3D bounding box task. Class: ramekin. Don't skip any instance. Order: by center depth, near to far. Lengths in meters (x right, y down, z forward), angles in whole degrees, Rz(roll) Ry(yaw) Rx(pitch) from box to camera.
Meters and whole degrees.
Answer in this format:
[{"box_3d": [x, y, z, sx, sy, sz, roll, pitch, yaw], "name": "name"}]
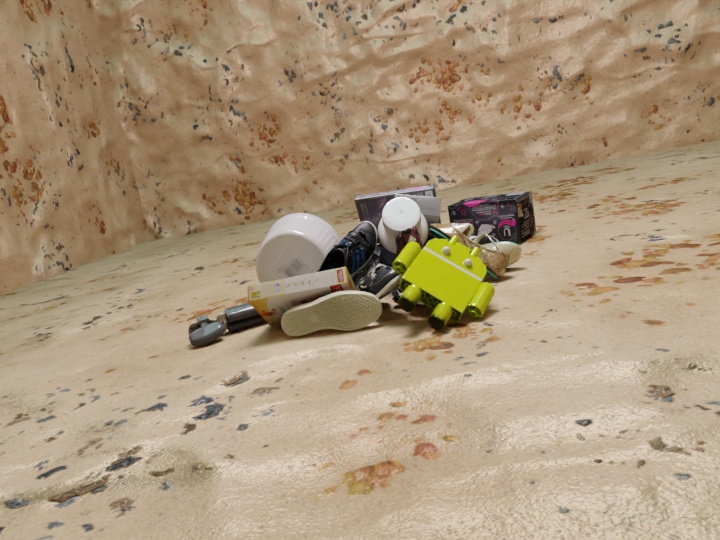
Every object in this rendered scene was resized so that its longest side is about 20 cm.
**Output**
[{"box_3d": [-0.138, -0.016, 1.361, 0.196, 0.205, 0.098, -8, 19, 15], "name": "ramekin"}]

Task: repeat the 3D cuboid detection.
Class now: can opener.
[{"box_3d": [-0.259, 0.112, 1.263, 0.196, 0.054, 0.067, -15, 44, -20], "name": "can opener"}]

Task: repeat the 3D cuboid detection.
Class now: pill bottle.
[{"box_3d": [0.095, -0.068, 1.330, 0.108, 0.113, 0.201, -11, -29, 2], "name": "pill bottle"}]

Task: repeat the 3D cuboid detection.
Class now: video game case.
[{"box_3d": [0.095, -0.133, 1.494, 0.195, 0.145, 0.019, -5, 41, 15], "name": "video game case"}]

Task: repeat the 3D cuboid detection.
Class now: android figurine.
[{"box_3d": [0.148, 0.012, 1.072, 0.180, 0.042, 0.200, 31, 51, 14], "name": "android figurine"}]

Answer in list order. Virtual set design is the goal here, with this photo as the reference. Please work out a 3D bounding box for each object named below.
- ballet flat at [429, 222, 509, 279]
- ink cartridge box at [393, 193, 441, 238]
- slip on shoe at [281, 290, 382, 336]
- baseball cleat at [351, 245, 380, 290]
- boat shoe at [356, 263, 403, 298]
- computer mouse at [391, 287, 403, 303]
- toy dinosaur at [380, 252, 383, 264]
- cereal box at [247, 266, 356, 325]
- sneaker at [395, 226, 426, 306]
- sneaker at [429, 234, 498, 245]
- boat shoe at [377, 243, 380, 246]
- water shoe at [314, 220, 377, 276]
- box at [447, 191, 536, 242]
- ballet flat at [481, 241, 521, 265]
[{"box_3d": [0.235, -0.059, 1.292, 0.199, 0.066, 0.070, 39, 3, 27], "name": "ballet flat"}, {"box_3d": [0.128, -0.115, 1.444, 0.106, 0.052, 0.200, 6, -17, 3], "name": "ink cartridge box"}, {"box_3d": [-0.052, 0.078, 1.139, 0.196, 0.076, 0.061, -13, 7, 18], "name": "slip on shoe"}, {"box_3d": [0.000, 0.000, 1.341, 0.068, 0.109, 0.200, -4, 17, 15], "name": "baseball cleat"}, {"box_3d": [0.033, 0.022, 1.174, 0.075, 0.061, 0.200, -30, -6, -21], "name": "boat shoe"}, {"box_3d": [0.155, 0.022, 1.254, 0.136, 0.054, 0.200, -4, 27, 26], "name": "computer mouse"}, {"box_3d": [0.010, -0.014, 1.460, 0.197, 0.104, 0.077, -28, 4, -10], "name": "toy dinosaur"}, {"box_3d": [-0.106, 0.054, 1.195, 0.195, 0.040, 0.144, -10, -25, 8], "name": "cereal box"}, {"box_3d": [0.104, -0.016, 1.157, 0.074, 0.118, 0.200, -18, 24, -10], "name": "sneaker"}, {"box_3d": [0.243, -0.047, 1.474, 0.196, 0.078, 0.115, -3, 2, 22], "name": "sneaker"}, {"box_3d": [0.052, -0.034, 1.549, 0.195, 0.076, 0.060, -7, 12, 7], "name": "boat shoe"}, {"box_3d": [-0.025, -0.030, 1.266, 0.201, 0.071, 0.079, -54, -11, -20], "name": "water shoe"}, {"box_3d": [0.353, -0.136, 1.633, 0.197, 0.118, 0.131, -1, 14, 37], "name": "box"}, {"box_3d": [0.259, -0.017, 1.338, 0.197, 0.068, 0.063, -7, 39, 39], "name": "ballet flat"}]
